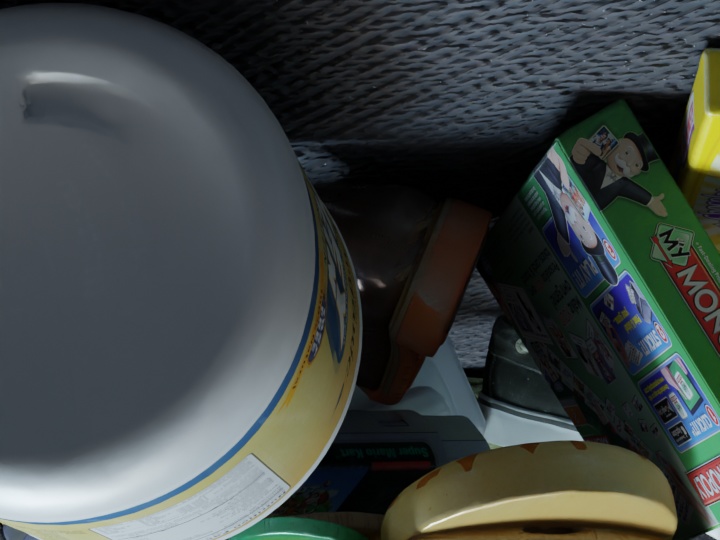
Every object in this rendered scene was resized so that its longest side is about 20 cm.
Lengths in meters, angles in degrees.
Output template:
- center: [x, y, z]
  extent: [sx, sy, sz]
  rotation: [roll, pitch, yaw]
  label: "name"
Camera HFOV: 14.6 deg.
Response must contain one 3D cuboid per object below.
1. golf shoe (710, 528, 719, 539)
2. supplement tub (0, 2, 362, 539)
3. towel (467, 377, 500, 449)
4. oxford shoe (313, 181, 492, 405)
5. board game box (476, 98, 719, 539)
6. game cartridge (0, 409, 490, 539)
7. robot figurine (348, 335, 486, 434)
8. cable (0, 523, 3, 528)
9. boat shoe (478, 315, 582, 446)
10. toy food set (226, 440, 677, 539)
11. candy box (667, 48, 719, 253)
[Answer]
- center: [0.191, 0.082, 1.339]
  extent: [0.199, 0.093, 0.073]
  rotation: [-7, 166, 29]
  label: "golf shoe"
- center: [-0.076, 0.011, 0.851]
  extent: [0.144, 0.145, 0.200]
  rotation: [-1, 170, 6]
  label: "supplement tub"
- center: [0.124, 0.077, 1.504]
  extent: [0.199, 0.037, 0.148]
  rotation: [-4, 170, 16]
  label: "towel"
- center: [0.000, 0.000, 1.053]
  extent: [0.073, 0.072, 0.200]
  rotation: [23, 166, -1]
  label: "oxford shoe"
- center: [0.096, 0.027, 0.974]
  extent: [0.029, 0.135, 0.200]
  rotation: [-31, 174, -10]
  label: "board game box"
- center: [-0.052, 0.105, 1.080]
  extent: [0.199, 0.038, 0.130]
  rotation: [2, 139, -43]
  label: "game cartridge"
- center: [-0.034, 0.084, 1.226]
  extent: [0.200, 0.113, 0.169]
  rotation: [-26, 180, -41]
  label: "robot figurine"
- center: [-0.153, 0.070, 1.026]
  extent: [0.097, 0.051, 0.200]
  rotation: [-21, 170, 1]
  label: "cable"
- center: [0.150, 0.062, 1.262]
  extent: [0.199, 0.064, 0.071]
  rotation: [10, -171, 14]
  label: "boat shoe"
- center: [0.028, 0.107, 0.998]
  extent: [0.197, 0.049, 0.200]
  rotation: [-10, 164, 19]
  label: "toy food set"
- center: [0.154, -0.036, 0.916]
  extent: [0.102, 0.027, 0.200]
  rotation: [2, 169, 3]
  label: "candy box"
